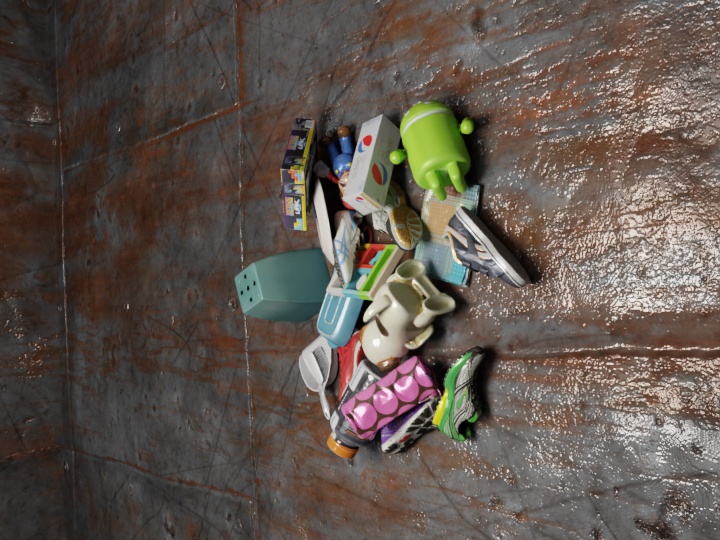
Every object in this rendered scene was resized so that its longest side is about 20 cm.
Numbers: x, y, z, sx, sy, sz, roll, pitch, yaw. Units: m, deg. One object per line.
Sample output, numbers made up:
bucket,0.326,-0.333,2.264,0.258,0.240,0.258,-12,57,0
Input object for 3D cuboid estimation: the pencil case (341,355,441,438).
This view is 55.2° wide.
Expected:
pencil case,0.063,0.258,1.381,0.198,0.091,0.095,-35,75,8

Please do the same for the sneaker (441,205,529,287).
sneaker,0.230,-0.026,1.288,0.080,0.078,0.201,-50,55,21

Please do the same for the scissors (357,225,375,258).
scissors,0.027,-0.008,1.555,0.073,0.014,0.203,-36,67,38

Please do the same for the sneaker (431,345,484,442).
sneaker,0.208,0.239,1.337,0.084,0.077,0.204,28,117,32

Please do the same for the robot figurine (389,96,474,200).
robot figurine,0.145,-0.242,1.346,0.173,0.116,0.203,-22,66,15

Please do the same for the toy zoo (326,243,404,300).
toy zoo,0.000,0.000,1.491,0.199,0.020,0.132,5,58,55

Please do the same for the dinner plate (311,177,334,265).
dinner plate,-0.088,-0.110,1.576,0.200,0.024,0.205,169,90,-86

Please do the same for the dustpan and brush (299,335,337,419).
dustpan and brush,-0.093,0.258,1.649,0.139,0.057,0.203,-42,62,38

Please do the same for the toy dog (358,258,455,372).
toy dog,0.074,0.113,1.385,0.139,0.193,0.202,43,134,20

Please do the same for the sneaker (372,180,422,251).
sneaker,0.071,-0.101,1.456,0.088,0.074,0.202,-60,33,36

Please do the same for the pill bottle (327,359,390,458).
pill bottle,0.001,0.305,1.492,0.106,0.105,0.203,36,102,39

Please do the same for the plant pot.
plant pot,-0.189,0.037,1.646,0.140,0.198,0.144,-32,68,41

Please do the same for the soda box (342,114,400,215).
soda box,0.026,-0.223,1.449,0.063,0.068,0.203,-13,54,45

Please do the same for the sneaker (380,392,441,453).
sneaker,0.099,0.307,1.443,0.200,0.080,0.084,-46,48,33

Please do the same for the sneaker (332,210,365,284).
sneaker,-0.025,-0.056,1.510,0.073,0.071,0.203,85,-175,-50

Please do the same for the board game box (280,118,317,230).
board game box,-0.137,-0.221,1.570,0.202,0.055,0.167,-83,-3,-46

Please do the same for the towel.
towel,0.173,-0.079,1.393,0.145,0.021,0.204,16,102,44

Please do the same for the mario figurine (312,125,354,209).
mario figurine,-0.032,-0.231,1.543,0.124,0.104,0.203,-45,57,44

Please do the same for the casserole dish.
casserole dish,-0.046,0.077,1.573,0.120,0.038,0.204,21,91,56

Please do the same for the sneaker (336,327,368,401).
sneaker,-0.020,0.226,1.581,0.115,0.077,0.204,39,115,54
